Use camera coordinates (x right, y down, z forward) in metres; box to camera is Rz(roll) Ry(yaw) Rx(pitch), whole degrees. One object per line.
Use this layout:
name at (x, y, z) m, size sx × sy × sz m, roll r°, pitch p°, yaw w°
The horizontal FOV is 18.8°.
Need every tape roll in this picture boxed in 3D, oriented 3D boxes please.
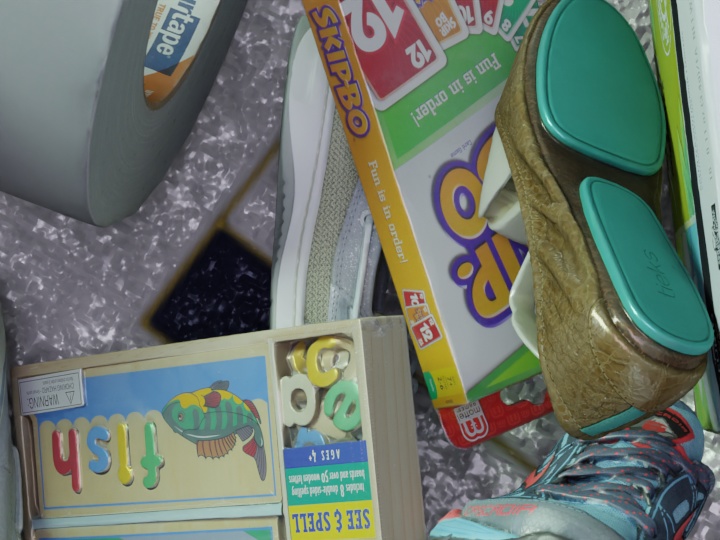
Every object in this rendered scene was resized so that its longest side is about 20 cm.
tape roll at (-0.087, -0.119, 0.798) m, size 0.066 × 0.200 × 0.201 m, roll 20°, pitch 89°, yaw 6°

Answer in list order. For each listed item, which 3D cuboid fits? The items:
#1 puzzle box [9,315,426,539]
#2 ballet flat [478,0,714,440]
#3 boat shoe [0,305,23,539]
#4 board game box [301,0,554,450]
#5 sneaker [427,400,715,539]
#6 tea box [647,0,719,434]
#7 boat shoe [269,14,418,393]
puzzle box at (-0.057, 0.093, 0.814) m, size 0.200 × 0.025 × 0.134 m, roll -10°, pitch 85°, yaw 43°
ballet flat at (0.077, -0.018, 0.779) m, size 0.068 × 0.200 × 0.072 m, roll 21°, pitch 128°, yaw -27°
boat shoe at (-0.169, 0.087, 0.856) m, size 0.070 × 0.072 × 0.201 m, roll -7°, pitch 60°, yaw 3°
board game box at (0.044, -0.039, 0.833) m, size 0.095 × 0.030 × 0.201 m, roll -20°, pitch 95°, yaw -35°
sneaker at (0.081, 0.081, 0.772) m, size 0.079 × 0.200 × 0.096 m, roll 30°, pitch 88°, yaw 9°
tea box at (0.179, -0.046, 0.769) m, size 0.133 × 0.197 × 0.201 m, roll -6°, pitch 86°, yaw 5°
boat shoe at (0.000, -0.001, 0.848) m, size 0.064 × 0.074 × 0.203 m, roll 2°, pitch 78°, yaw 4°
